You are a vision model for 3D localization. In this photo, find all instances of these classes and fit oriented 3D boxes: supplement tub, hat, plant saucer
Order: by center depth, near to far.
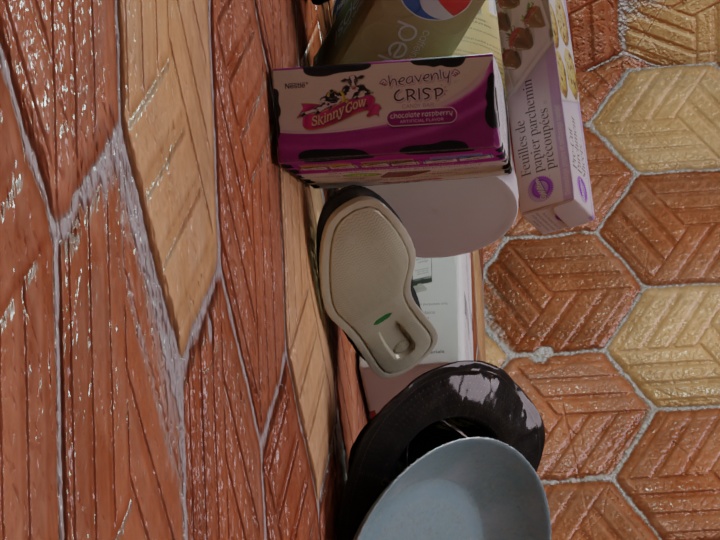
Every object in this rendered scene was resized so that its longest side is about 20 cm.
[{"bbox_3d":[0.048,0.205,1.756,0.201,0.039,0.202,-16,114,-39],"label":"plant saucer"},{"bbox_3d":[0.035,0.150,1.812,0.081,0.200,0.201,20,-55,46],"label":"hat"},{"bbox_3d":[0.051,-0.125,1.889,0.145,0.144,0.201,78,9,-56],"label":"supplement tub"}]

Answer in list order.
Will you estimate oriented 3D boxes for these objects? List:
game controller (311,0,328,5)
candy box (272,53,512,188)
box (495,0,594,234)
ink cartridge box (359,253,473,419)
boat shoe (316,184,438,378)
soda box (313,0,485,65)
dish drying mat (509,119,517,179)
[{"bbox_3d":[-0.028,-0.284,1.789,0.104,0.042,0.201,106,-14,-60],"label":"game controller"},{"bbox_3d":[0.024,-0.092,1.622,0.200,0.136,0.061,35,51,-84],"label":"candy box"},{"bbox_3d":[0.117,-0.123,1.681,0.041,0.039,0.201,38,42,-56],"label":"box"},{"bbox_3d":[0.046,0.025,2.058,0.147,0.083,0.201,79,9,-57],"label":"ink cartridge box"},{"bbox_3d":[0.000,0.000,1.761,0.068,0.072,0.200,59,-6,32],"label":"boat shoe"},{"bbox_3d":[0.036,-0.178,1.709,0.064,0.068,0.200,-89,-156,-48],"label":"soda box"},{"bbox_3d":[0.121,-0.106,1.809,0.200,0.018,0.077,-54,136,-74],"label":"dish drying mat"}]
